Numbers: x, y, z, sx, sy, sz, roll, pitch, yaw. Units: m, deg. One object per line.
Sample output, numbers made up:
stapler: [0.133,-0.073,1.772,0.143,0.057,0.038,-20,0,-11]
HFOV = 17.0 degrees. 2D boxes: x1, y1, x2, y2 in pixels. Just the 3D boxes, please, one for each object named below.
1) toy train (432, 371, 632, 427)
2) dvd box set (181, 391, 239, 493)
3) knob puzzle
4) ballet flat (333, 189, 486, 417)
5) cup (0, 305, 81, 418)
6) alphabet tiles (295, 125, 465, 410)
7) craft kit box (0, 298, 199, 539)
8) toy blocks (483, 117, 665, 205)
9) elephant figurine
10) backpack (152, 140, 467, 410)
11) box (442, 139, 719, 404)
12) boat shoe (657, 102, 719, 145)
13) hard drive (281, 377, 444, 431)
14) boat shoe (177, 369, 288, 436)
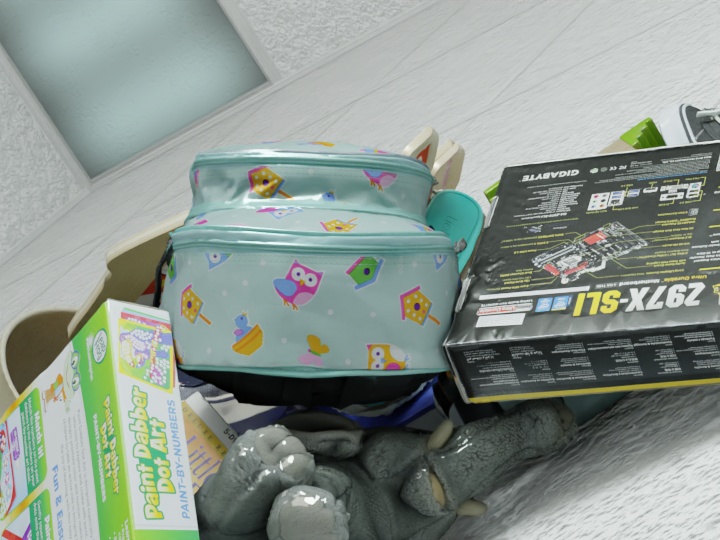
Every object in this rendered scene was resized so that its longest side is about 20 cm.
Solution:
toy train: [0.131,0.038,1.406,0.200,0.085,0.114,-32,20,7]
dvd box set: [-0.130,0.180,1.408,0.200,0.029,0.146,-37,55,-11]
knob puzzle: [-0.079,-0.003,1.618,0.219,0.219,0.031,-28,54,27]
ballet flat: [0.027,0.031,1.537,0.072,0.072,0.200,-22,26,46]
cup: [-0.185,0.142,1.650,0.144,0.200,0.200,-57,0,24]
alphabet tiles: [0.000,0.000,1.578,0.200,0.015,0.196,-43,-22,-32]
craft kit box: [-0.156,0.151,1.309,0.048,0.201,0.198,10,-36,-30]
toy blocks: [0.145,-0.009,1.587,0.200,0.100,0.137,-35,22,-3]
elephant figurine: [-0.002,0.132,1.315,0.200,0.155,0.142,-30,-40,-52]
backpack: [-0.028,0.004,1.352,0.175,0.154,0.200,3,7,-4]
box: [0.158,-0.003,1.307,0.199,0.049,0.160,-6,39,23]
boat shoe: [0.244,-0.074,1.587,0.068,0.074,0.199,-30,13,10]
hard drive: [0.000,0.099,1.565,0.132,0.025,0.200,-32,11,6]
boat shoe: [-0.130,0.085,1.563,0.075,0.093,0.200,-50,-16,17]
